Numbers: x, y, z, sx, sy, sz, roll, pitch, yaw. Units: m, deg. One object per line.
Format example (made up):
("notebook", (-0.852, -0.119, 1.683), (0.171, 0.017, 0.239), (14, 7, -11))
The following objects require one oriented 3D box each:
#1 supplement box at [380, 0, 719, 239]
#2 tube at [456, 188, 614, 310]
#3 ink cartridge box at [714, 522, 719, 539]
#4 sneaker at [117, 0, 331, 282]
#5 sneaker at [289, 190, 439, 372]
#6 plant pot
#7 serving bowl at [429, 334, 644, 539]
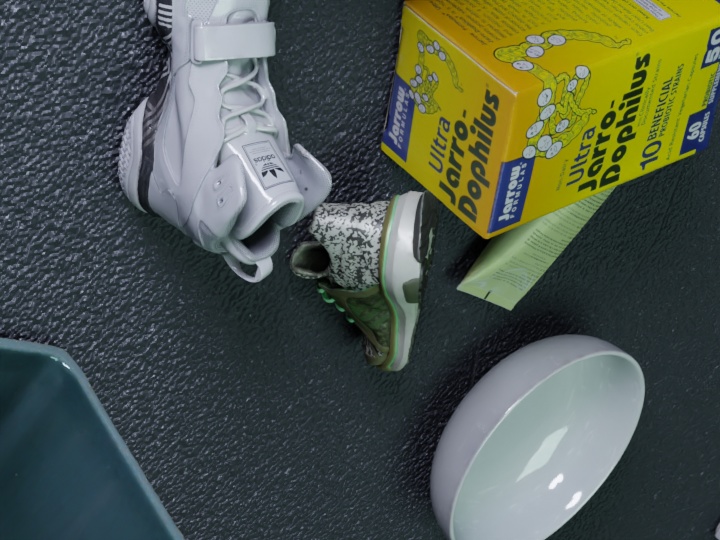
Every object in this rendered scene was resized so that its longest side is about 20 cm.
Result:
("supplement box", (0.126, -0.119, 1.204), (0.199, 0.109, 0.110), (-22, 138, -32))
("tube", (0.145, -0.057, 1.345), (0.058, 0.052, 0.201), (33, 104, -13))
("ink cartridge box", (0.468, 0.285, 1.888), (0.147, 0.200, 0.086), (7, 118, -50))
("sneaker", (-0.062, -0.094, 1.018), (0.075, 0.115, 0.201), (-13, 132, -40))
("sneaker", (0.000, 0.000, 1.233), (0.200, 0.088, 0.078), (96, 8, -64))
("plant pot", (-0.237, 0.168, 1.027), (0.200, 0.196, 0.196), (-49, 147, 20))
("serving bowl", (0.125, 0.126, 1.478), (0.199, 0.066, 0.201), (-28, 140, -26))
